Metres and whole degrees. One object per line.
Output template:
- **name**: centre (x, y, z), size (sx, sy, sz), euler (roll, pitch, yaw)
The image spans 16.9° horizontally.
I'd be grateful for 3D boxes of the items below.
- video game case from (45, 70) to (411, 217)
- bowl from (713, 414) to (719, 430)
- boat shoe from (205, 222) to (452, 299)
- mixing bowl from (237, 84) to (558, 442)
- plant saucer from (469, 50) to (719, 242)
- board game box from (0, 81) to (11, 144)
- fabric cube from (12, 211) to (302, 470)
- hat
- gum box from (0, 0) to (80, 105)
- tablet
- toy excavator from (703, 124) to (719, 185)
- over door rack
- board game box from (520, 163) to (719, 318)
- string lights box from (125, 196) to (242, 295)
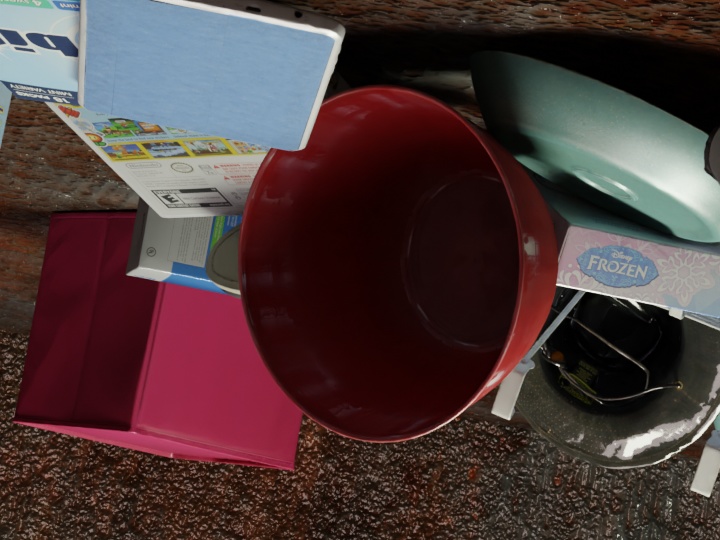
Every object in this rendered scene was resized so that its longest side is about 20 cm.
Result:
- **video game case**: centre (-0.084, -0.089, 1.464), size (0.199, 0.023, 0.182), euler (-1, 150, 31)
- **bowl**: centre (0.323, 0.052, 1.700), size (0.200, 0.201, 0.105), euler (3, 150, 36)
- **boat shoe**: centre (0.000, 0.000, 1.517), size (0.199, 0.073, 0.063), euler (-6, 142, 22)
- **mixing bowl**: centre (0.039, -0.004, 1.390), size (0.199, 0.201, 0.108), euler (3, -178, 37)
- **plant saucer**: centre (0.145, -0.063, 1.370), size (0.199, 0.036, 0.200), euler (26, 174, 3)
- **board game box**: centre (-0.258, -0.085, 1.307), size (0.056, 0.201, 0.196), euler (8, 171, 15)
- **fabric cube**: centre (-0.173, 0.064, 2.217), size (0.196, 0.200, 0.200), euler (18, 168, -40)
- **hat**: centre (0.187, 0.036, 1.707), size (0.200, 0.201, 0.081), euler (6, -153, 25)
- **gum box**: centre (-0.138, -0.137, 1.280), size (0.169, 0.045, 0.200), euler (7, 165, 15)
- **tablet**: centre (-0.081, -0.106, 1.245), size (0.130, 0.014, 0.200), euler (11, 165, -4)
- **toy excavator**: centre (0.290, -0.064, 1.197), size (0.100, 0.200, 0.195), euler (14, -145, -34)
- **over door rack**: centre (0.190, 0.042, 1.538), size (0.147, 0.067, 0.200), euler (21, -143, 14)
- **board game box**: centre (0.187, -0.021, 1.513), size (0.199, 0.044, 0.199), euler (12, -166, -16)
- **string lights box**: centre (-0.065, -0.029, 1.793), size (0.199, 0.103, 0.059), euler (12, 171, -14)
